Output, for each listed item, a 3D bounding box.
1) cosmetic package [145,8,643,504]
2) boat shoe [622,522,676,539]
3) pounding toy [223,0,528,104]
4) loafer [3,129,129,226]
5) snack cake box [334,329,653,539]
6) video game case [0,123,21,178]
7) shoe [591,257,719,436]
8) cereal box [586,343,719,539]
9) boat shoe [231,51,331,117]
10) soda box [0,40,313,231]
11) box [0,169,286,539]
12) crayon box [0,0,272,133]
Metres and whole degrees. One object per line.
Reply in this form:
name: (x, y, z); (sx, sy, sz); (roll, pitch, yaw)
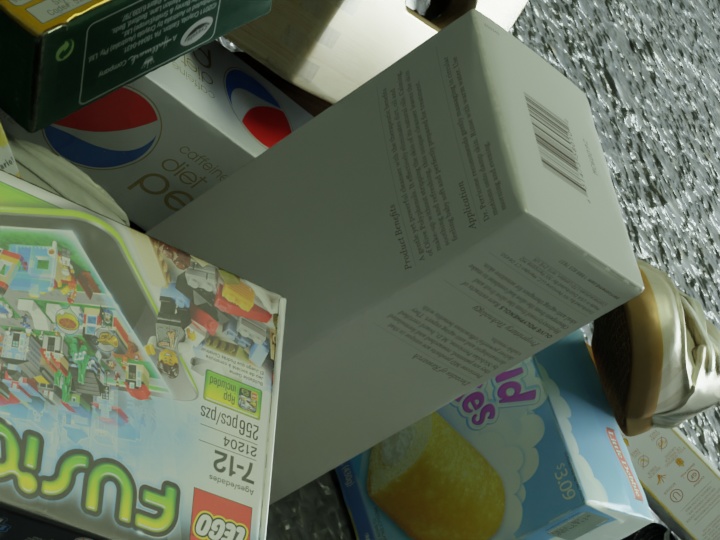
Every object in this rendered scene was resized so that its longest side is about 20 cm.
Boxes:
cosmetic package: (0.000, 0.000, 0.778); (0.085, 0.200, 0.108); (29, 39, -42)
boat shoe: (0.153, 0.186, 0.992); (0.075, 0.062, 0.200); (45, 26, -6)
pounding toy: (-0.017, -0.172, 0.918); (0.184, 0.142, 0.200); (37, 9, 25)
loafer: (-0.156, -0.027, 0.689); (0.200, 0.070, 0.070); (28, 35, -41)
snack cake box: (0.042, 0.047, 0.894); (0.067, 0.115, 0.201); (21, 43, -51)
video game case: (-0.169, 0.030, 0.581); (0.200, 0.023, 0.183); (-13, 78, -46)
shoe: (0.130, 0.030, 0.832); (0.200, 0.053, 0.070); (59, 16, -78)
cereal box: (0.174, 0.118, 1.052); (0.200, 0.040, 0.144); (45, 0, -13)
boat shoe: (0.003, -0.051, 0.987); (0.200, 0.072, 0.068); (32, 36, -41)
soda box: (-0.089, -0.067, 0.848); (0.200, 0.068, 0.064); (37, 32, -36)
box: (-0.114, 0.026, 0.592); (0.200, 0.035, 0.110); (25, 53, -32)
crayon box: (-0.143, -0.149, 0.755); (0.200, 0.052, 0.126); (40, 50, 22)
